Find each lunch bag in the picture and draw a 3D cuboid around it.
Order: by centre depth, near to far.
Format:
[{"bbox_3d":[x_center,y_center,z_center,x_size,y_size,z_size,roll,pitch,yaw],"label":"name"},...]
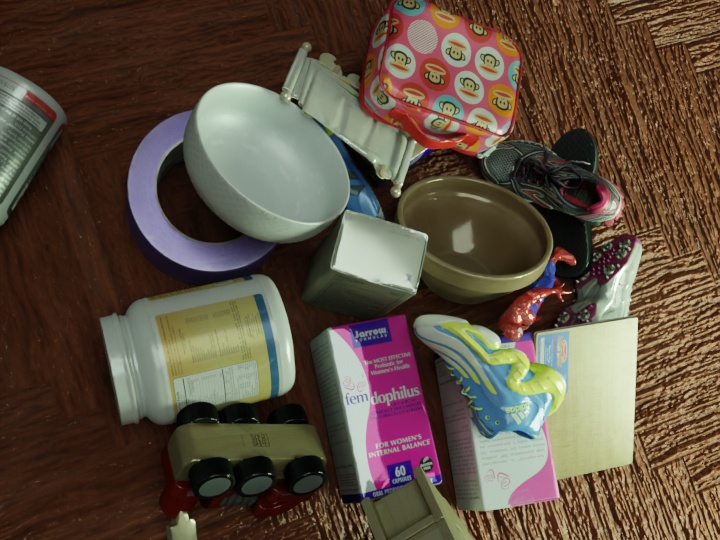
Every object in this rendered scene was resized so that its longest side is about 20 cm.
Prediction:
[{"bbox_3d":[0.101,-0.229,1.217,0.198,0.082,0.178,18,66,-19],"label":"lunch bag"}]

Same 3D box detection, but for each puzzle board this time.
[{"bbox_3d":[0.283,0.163,1.248,0.149,0.017,0.202,-7,104,-20],"label":"puzzle board"}]

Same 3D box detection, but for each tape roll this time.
[{"bbox_3d":[-0.183,-0.088,1.194,0.198,0.085,0.202,3,78,-14],"label":"tape roll"}]

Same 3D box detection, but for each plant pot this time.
[{"bbox_3d":[0.133,-0.024,1.234,0.199,0.093,0.202,9,39,-7],"label":"plant pot"}]

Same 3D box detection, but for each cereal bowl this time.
[{"bbox_3d":[-0.115,-0.109,1.109,0.199,0.083,0.201,25,42,-24],"label":"cereal bowl"}]

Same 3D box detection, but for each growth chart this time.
[{"bbox_3d":[-0.010,-0.190,1.195,0.200,0.018,0.145,38,39,-9],"label":"growth chart"}]

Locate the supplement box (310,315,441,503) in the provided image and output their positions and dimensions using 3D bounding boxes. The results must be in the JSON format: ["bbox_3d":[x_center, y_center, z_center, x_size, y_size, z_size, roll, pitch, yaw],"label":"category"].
[{"bbox_3d":[0.015,0.165,1.171,0.100,0.103,0.202,-10,79,-17],"label":"supplement box"}]

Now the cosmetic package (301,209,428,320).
[{"bbox_3d":[0.000,0.000,1.159,0.103,0.200,0.074,17,74,-10],"label":"cosmetic package"}]

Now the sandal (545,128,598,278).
[{"bbox_3d":[0.286,-0.089,1.329,0.048,0.075,0.203,8,86,-57],"label":"sandal"}]

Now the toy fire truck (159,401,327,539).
[{"bbox_3d":[-0.148,0.261,1.115,0.175,0.201,0.129,6,44,-33],"label":"toy fire truck"}]

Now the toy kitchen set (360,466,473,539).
[{"bbox_3d":[0.063,0.367,1.075,0.162,0.181,0.201,-32,128,3],"label":"toy kitchen set"}]

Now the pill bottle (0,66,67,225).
[{"bbox_3d":[-0.434,-0.122,1.123,0.113,0.114,0.201,29,72,-6],"label":"pill bottle"}]

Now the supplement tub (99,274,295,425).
[{"bbox_3d":[-0.186,0.092,1.121,0.198,0.145,0.146,-12,81,-16],"label":"supplement tub"}]

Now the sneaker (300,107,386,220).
[{"bbox_3d":[-0.038,-0.114,1.252,0.078,0.066,0.201,-33,87,-7],"label":"sneaker"}]

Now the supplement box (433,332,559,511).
[{"bbox_3d":[0.165,0.188,1.211,0.100,0.103,0.202,-4,77,-15],"label":"supplement box"}]

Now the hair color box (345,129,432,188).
[{"bbox_3d":[0.074,-0.211,1.298,0.199,0.065,0.110,-36,89,-17],"label":"hair color box"}]

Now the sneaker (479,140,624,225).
[{"bbox_3d":[0.245,-0.122,1.279,0.199,0.075,0.081,22,96,25],"label":"sneaker"}]

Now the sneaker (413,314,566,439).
[{"bbox_3d":[0.140,0.129,1.126,0.199,0.076,0.106,26,74,-7],"label":"sneaker"}]

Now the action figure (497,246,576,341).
[{"bbox_3d":[0.219,0.036,1.223,0.052,0.066,0.200,43,38,7],"label":"action figure"}]

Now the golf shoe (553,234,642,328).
[{"bbox_3d":[0.328,0.045,1.309,0.091,0.075,0.201,43,69,-24],"label":"golf shoe"}]
